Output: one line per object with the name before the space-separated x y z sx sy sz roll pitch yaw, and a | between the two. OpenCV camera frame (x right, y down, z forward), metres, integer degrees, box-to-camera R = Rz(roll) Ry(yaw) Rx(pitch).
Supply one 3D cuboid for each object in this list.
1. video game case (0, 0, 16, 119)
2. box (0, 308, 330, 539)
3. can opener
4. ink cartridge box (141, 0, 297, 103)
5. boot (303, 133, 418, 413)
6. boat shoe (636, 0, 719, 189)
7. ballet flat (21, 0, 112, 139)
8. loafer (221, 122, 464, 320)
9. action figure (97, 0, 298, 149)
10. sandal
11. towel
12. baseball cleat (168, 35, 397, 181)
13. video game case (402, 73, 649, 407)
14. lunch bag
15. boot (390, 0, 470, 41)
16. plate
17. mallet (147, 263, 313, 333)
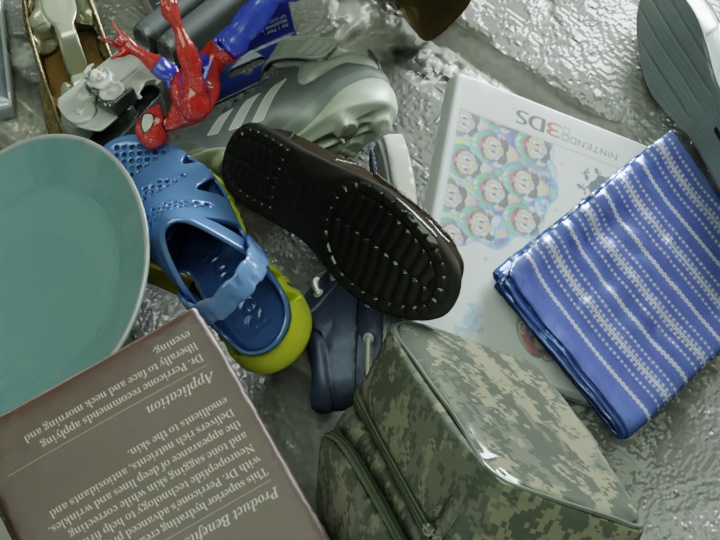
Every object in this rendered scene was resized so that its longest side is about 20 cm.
video game case | -0.370 -0.186 1.181 0.198 0.023 0.184 -9 70 -4
box | -0.121 0.166 0.977 0.165 0.164 0.201 -28 72 -10
can opener | -0.135 -0.158 1.118 0.052 0.067 0.200 31 67 32
ink cartridge box | -0.124 -0.230 1.190 0.099 0.039 0.201 -26 73 -10
boot | 0.000 0.000 1.087 0.089 0.073 0.202 -6 68 0
boat shoe | 0.268 -0.128 1.145 0.066 0.074 0.202 -1 61 -33
ballet flat | -0.209 -0.144 1.143 0.070 0.065 0.201 -22 72 -9
loafer | -0.002 -0.040 1.031 0.200 0.071 0.073 38 115 26
action figure | -0.101 -0.177 1.043 0.099 0.065 0.201 38 90 -8
sandal | -0.111 -0.022 1.027 0.080 0.087 0.200 -46 68 0
towel | 0.198 0.006 1.076 0.200 0.024 0.145 -38 87 -28
baseball cleat | -0.074 -0.109 1.139 0.198 0.070 0.107 -16 57 -8
video game case | 0.127 -0.017 1.084 0.181 0.024 0.202 18 69 -19
lunch bag | 0.057 0.155 0.956 0.138 0.169 0.200 17 22 -31
boot | 0.006 -0.261 1.118 0.072 0.200 0.155 -41 74 -1
plate | -0.218 0.007 1.038 0.198 0.026 0.202 -10 69 26
mallet | -0.120 0.002 1.085 0.198 0.041 0.066 12 71 18
